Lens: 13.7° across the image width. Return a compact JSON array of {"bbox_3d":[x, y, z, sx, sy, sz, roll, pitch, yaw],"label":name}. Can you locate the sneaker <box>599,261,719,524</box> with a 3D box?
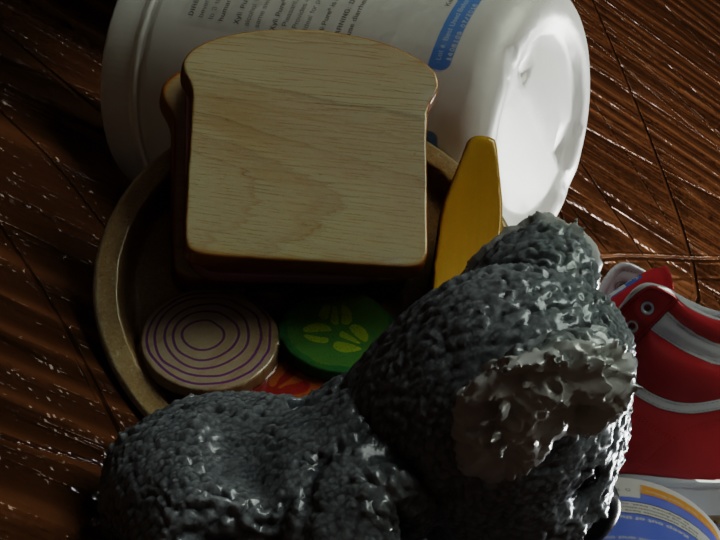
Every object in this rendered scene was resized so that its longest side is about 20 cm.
[{"bbox_3d":[0.078,0.047,1.339,0.198,0.113,0.071,6,9,-9],"label":"sneaker"}]

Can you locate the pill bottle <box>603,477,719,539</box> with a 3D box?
[{"bbox_3d":[0.105,0.171,1.231,0.112,0.112,0.200,42,16,-9],"label":"pill bottle"}]

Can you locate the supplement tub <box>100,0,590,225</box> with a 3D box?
[{"bbox_3d":[-0.005,-0.083,1.395,0.199,0.133,0.132,13,2,26],"label":"supplement tub"}]

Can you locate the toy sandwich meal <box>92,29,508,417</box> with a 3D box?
[{"bbox_3d":[-0.018,-0.007,1.250,0.205,0.204,0.070,51,-23,22],"label":"toy sandwich meal"}]

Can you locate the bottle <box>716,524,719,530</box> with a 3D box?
[{"bbox_3d":[0.176,0.118,1.447,0.200,0.083,0.066,51,37,-31],"label":"bottle"}]

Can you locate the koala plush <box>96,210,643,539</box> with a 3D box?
[{"bbox_3d":[0.024,0.073,1.111,0.184,0.200,0.178,41,17,-11],"label":"koala plush"}]
